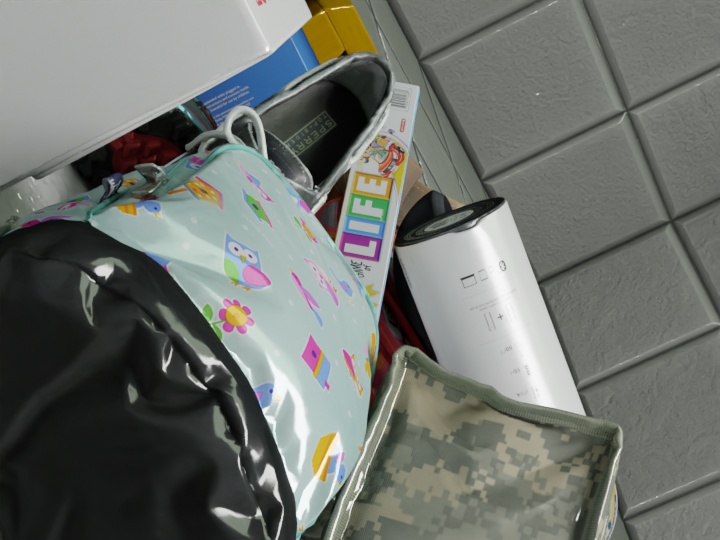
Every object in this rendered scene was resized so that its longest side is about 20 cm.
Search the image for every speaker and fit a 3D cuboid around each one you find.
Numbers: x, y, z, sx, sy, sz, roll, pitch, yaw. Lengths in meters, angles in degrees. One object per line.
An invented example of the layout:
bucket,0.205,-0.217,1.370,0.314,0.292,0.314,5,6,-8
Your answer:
speaker,0.093,0.060,0.878,0.081,0.080,0.202,-65,133,-77

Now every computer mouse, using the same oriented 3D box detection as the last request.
computer mouse,0.062,0.037,0.978,0.139,0.052,0.202,-86,159,-58

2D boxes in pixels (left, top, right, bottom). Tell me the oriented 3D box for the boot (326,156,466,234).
boot,0.021,-0.039,1.136,0.200,0.077,0.155,43,-15,-32

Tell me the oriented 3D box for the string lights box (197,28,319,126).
string lights box,-0.090,-0.144,0.870,0.202,0.102,0.059,63,12,-15

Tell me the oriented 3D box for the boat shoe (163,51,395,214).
boat shoe,-0.050,-0.039,0.641,0.199,0.068,0.074,-39,91,-35

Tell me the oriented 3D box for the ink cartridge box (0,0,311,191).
ink cartridge box,-0.132,-0.157,0.560,0.202,0.145,0.147,63,11,-13

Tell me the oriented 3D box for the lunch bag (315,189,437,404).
lunch bag,0.010,0.057,1.012,0.201,0.081,0.177,58,16,-30

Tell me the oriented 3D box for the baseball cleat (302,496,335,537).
baseball cleat,-0.064,0.048,0.717,0.106,0.069,0.202,-160,-134,-82

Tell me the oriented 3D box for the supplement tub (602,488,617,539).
supplement tub,0.153,0.205,1.197,0.146,0.143,0.200,67,11,13

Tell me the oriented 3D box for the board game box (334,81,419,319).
board game box,0.000,0.000,0.838,0.135,0.034,0.202,99,2,-52

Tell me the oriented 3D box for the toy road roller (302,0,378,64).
toy road roller,-0.079,-0.190,0.998,0.146,0.122,0.201,56,-1,45

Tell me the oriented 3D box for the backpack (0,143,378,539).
backpack,-0.067,0.036,0.495,0.168,0.125,0.200,63,12,-11

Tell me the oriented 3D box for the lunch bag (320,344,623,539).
lunch bag,0.021,0.160,0.556,0.164,0.116,0.202,89,21,-67

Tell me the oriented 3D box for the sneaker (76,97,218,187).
sneaker,-0.086,-0.052,0.751,0.201,0.079,0.096,56,11,-43
